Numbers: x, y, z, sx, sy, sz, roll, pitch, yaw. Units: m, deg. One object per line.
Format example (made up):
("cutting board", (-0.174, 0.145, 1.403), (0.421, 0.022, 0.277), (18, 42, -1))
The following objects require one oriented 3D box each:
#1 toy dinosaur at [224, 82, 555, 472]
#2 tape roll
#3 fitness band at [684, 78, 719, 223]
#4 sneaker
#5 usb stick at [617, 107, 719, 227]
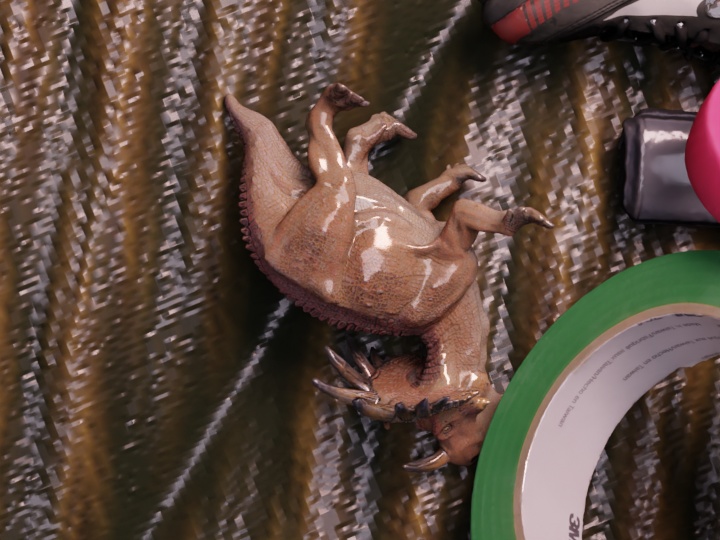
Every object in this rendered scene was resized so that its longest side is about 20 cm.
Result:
("toy dinosaur", (0.000, 0.000, 0.993), (0.199, 0.086, 0.136), (33, 94, 2))
("tape roll", (0.138, 0.091, 0.936), (0.048, 0.200, 0.201), (31, 87, -38))
("fitness band", (0.239, -0.045, 0.965), (0.199, 0.038, 0.144), (-11, 54, -29))
("sneaker", (0.156, -0.130, 1.009), (0.199, 0.071, 0.099), (-16, 89, -6))
("usb stick", (0.221, -0.045, 1.034), (0.198, 0.033, 0.056), (3, 87, -5))
